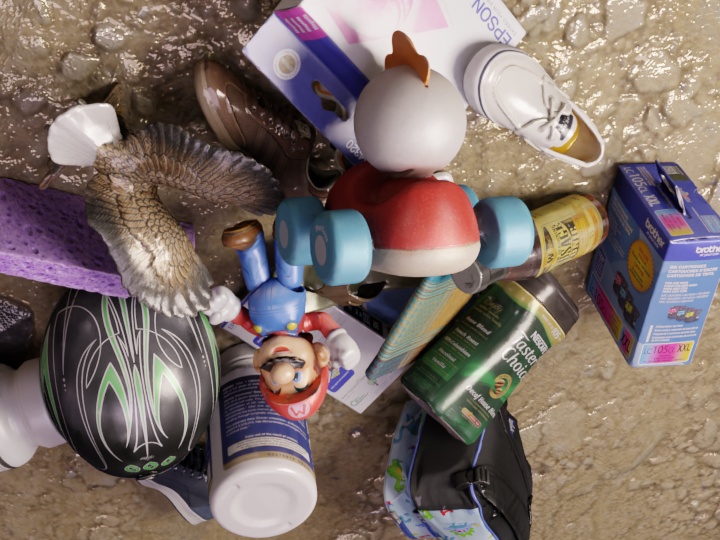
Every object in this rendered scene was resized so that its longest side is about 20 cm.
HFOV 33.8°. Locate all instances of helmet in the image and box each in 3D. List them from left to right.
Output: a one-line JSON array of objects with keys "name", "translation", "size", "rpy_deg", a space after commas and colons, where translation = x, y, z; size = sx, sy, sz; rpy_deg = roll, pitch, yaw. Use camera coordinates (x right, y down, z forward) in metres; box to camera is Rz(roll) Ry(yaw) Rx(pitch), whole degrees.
[{"name": "helmet", "translation": [-0.232, 0.097, 1.197], "size": [0.199, 0.201, 0.191], "rpy_deg": [-2, 140, -9]}]

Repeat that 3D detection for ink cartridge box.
[{"name": "ink cartridge box", "translation": [-0.046, 0.070, 1.290], "size": [0.200, 0.039, 0.099], "rpy_deg": [34, 115, -23]}, {"name": "ink cartridge box", "translation": [0.027, -0.203, 1.043], "size": [0.196, 0.043, 0.200], "rpy_deg": [42, 82, -34]}, {"name": "ink cartridge box", "translation": [0.310, -0.019, 1.231], "size": [0.076, 0.137, 0.201], "rpy_deg": [-3, 128, -15]}]

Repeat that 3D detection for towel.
[{"name": "towel", "translation": [0.086, 0.020, 1.222], "size": [0.146, 0.022, 0.200], "rpy_deg": [-14, 140, -58]}]

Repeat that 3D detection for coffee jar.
[{"name": "coffee jar", "translation": [0.143, 0.082, 1.274], "size": [0.200, 0.085, 0.104], "rpy_deg": [-49, 129, -5]}]

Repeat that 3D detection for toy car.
[{"name": "toy car", "translation": [0.034, -0.102, 1.008], "size": [0.183, 0.177, 0.201], "rpy_deg": [-5, 102, -22]}]

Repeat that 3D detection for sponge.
[{"name": "sponge", "translation": [-0.258, -0.025, 1.140], "size": [0.199, 0.112, 0.030], "rpy_deg": [13, 127, -19]}]

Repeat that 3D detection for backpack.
[{"name": "backpack", "translation": [0.120, 0.243, 1.383], "size": [0.146, 0.184, 0.200], "rpy_deg": [-7, 136, 25]}]

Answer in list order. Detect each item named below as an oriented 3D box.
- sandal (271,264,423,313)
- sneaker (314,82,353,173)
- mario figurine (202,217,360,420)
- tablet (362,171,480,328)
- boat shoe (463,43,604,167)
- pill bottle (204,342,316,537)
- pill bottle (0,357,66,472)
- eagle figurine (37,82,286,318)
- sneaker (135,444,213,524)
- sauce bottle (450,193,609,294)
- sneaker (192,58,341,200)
[{"name": "sandal", "translation": [0.001, -0.001, 1.211], "size": [0.200, 0.057, 0.080], "rpy_deg": [-13, 111, -4]}, {"name": "sneaker", "translation": [0.013, -0.110, 1.145], "size": [0.079, 0.079, 0.201], "rpy_deg": [-20, 118, -1]}, {"name": "mario figurine", "translation": [-0.077, 0.053, 1.148], "size": [0.106, 0.123, 0.201], "rpy_deg": [-23, 108, -41]}, {"name": "tablet", "translation": [0.054, -0.010, 1.271], "size": [0.129, 0.014, 0.201], "rpy_deg": [-16, 130, 2]}, {"name": "boat shoe", "translation": [0.170, -0.147, 1.106], "size": [0.071, 0.070, 0.200], "rpy_deg": [-57, 141, 2]}, {"name": "pill bottle", "translation": [-0.111, 0.174, 1.265], "size": [0.110, 0.200, 0.111], "rpy_deg": [-5, 130, -6]}, {"name": "pill bottle", "translation": [-0.414, 0.165, 1.258], "size": [0.199, 0.117, 0.117], "rpy_deg": [-17, 129, 4]}, {"name": "eagle figurine", "translation": [-0.184, -0.076, 1.078], "size": [0.200, 0.151, 0.152], "rpy_deg": [44, 144, 11]}, {"name": "sneaker", "translation": [-0.173, 0.214, 1.356], "size": [0.146, 0.077, 0.202], "rpy_deg": [-17, 140, 18]}, {"name": "sauce bottle", "translation": [0.170, -0.024, 1.187], "size": [0.200, 0.066, 0.066], "rpy_deg": [-25, 140, -39]}, {"name": "sneaker", "translation": [-0.085, -0.134, 1.114], "size": [0.075, 0.071, 0.200], "rpy_deg": [-21, 139, 12]}]
